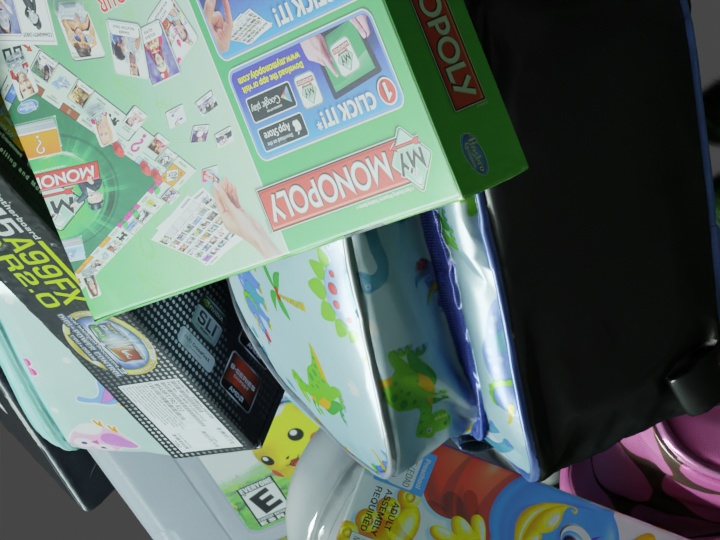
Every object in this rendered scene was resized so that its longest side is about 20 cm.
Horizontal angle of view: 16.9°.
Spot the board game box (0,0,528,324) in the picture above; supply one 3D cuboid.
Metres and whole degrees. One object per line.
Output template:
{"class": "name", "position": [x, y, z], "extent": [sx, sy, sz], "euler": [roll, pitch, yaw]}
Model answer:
{"class": "board game box", "position": [-0.046, -0.067, 0.717], "extent": [0.200, 0.029, 0.135], "euler": [-17, 97, 53]}

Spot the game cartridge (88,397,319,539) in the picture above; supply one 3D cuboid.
{"class": "game cartridge", "position": [-0.040, 0.074, 1.260], "extent": [0.134, 0.199, 0.041], "euler": [59, -167, -31]}

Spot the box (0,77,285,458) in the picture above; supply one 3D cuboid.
{"class": "box", "position": [-0.080, -0.055, 0.877], "extent": [0.044, 0.161, 0.200], "euler": [-9, 134, 38]}

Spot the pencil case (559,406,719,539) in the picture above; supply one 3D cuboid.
{"class": "pencil case", "position": [0.134, 0.067, 0.931], "extent": [0.093, 0.091, 0.200], "euler": [12, 166, -1]}

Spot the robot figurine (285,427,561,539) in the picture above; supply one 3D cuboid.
{"class": "robot figurine", "position": [0.045, 0.126, 1.092], "extent": [0.200, 0.113, 0.170], "euler": [37, 119, 32]}

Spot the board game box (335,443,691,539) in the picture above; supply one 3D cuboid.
{"class": "board game box", "position": [0.083, 0.146, 0.912], "extent": [0.199, 0.105, 0.103], "euler": [20, 167, 6]}

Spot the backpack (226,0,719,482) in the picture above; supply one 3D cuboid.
{"class": "backpack", "position": [0.023, -0.037, 0.818], "extent": [0.200, 0.146, 0.184], "euler": [-141, 35, -65]}

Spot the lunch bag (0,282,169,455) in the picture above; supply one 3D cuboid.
{"class": "lunch bag", "position": [-0.095, -0.040, 0.988], "extent": [0.077, 0.201, 0.161], "euler": [-2, 140, 19]}

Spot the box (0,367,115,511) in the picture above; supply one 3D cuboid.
{"class": "box", "position": [-0.137, -0.014, 1.303], "extent": [0.124, 0.196, 0.200], "euler": [41, 164, 34]}

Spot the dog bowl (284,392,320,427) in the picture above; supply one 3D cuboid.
{"class": "dog bowl", "position": [0.000, 0.000, 1.005], "extent": [0.049, 0.112, 0.200], "euler": [30, -168, -13]}
